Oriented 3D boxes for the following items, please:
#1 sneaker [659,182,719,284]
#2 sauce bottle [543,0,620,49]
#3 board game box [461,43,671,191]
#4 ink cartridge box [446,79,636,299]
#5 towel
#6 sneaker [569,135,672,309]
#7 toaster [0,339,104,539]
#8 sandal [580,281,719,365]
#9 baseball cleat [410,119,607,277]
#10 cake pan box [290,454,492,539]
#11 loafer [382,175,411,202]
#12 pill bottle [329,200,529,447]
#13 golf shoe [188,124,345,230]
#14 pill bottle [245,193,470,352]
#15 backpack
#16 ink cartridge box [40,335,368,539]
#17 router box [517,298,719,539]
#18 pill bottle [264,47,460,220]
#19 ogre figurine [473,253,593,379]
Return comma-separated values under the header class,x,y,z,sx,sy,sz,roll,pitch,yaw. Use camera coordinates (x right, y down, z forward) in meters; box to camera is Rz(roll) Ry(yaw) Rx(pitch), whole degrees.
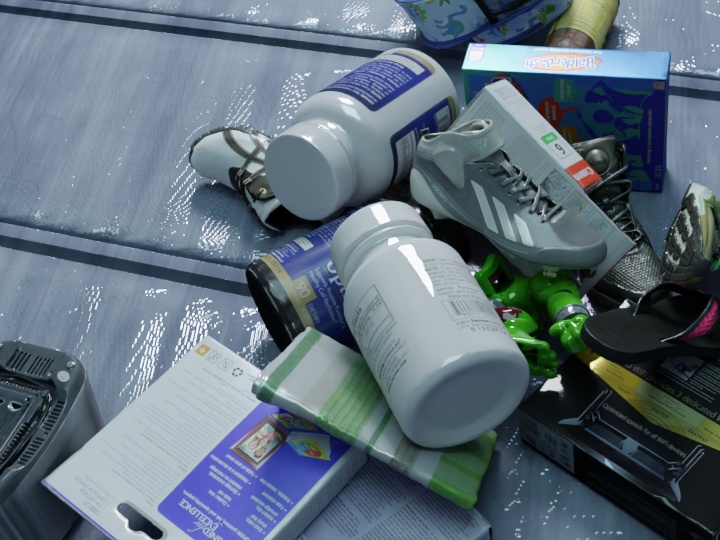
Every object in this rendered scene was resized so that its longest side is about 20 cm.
class,x,y,z,sx,sy,sz,roll,pitch,yaw
sneaker,0.329,-0.028,1.146,0.088,0.077,0.200,22,22,10
sauce bottle,0.238,-0.249,1.410,0.066,0.066,0.200,13,54,22
board game box,0.209,-0.154,1.269,0.199,0.152,0.045,6,50,17
ink cartridge box,0.162,-0.069,1.175,0.200,0.109,0.050,47,34,9
towel,0.015,0.125,1.054,0.199,0.031,0.149,29,20,6
sneaker,0.234,-0.050,1.198,0.076,0.114,0.200,-17,49,-2
toaster,-0.303,0.170,1.097,0.113,0.129,0.200,10,51,21
sandal,0.263,0.039,1.055,0.200,0.045,0.075,-7,33,-45
baseball cleat,0.130,-0.070,1.114,0.199,0.107,0.070,22,38,23
cake pan box,-0.014,0.218,1.049,0.184,0.052,0.200,-35,51,-17
loafer,0.107,-0.081,1.278,0.199,0.063,0.072,18,56,30
pill bottle,0.049,0.039,1.051,0.114,0.115,0.200,-22,49,-8
golf shoe,-0.105,-0.095,1.332,0.199,0.078,0.095,11,52,22
pill bottle,0.000,0.000,1.200,0.199,0.112,0.112,-28,49,-13
backpack,0.142,-0.345,1.446,0.199,0.147,0.183,-22,41,24
ink cartridge box,-0.129,0.168,1.053,0.198,0.043,0.200,30,57,31
router box,0.259,0.131,1.067,0.157,0.052,0.200,-40,53,-24
pill bottle,0.000,-0.133,1.248,0.119,0.120,0.200,23,40,28
ogre figurine,0.128,0.051,1.129,0.098,0.200,0.120,39,43,-10
